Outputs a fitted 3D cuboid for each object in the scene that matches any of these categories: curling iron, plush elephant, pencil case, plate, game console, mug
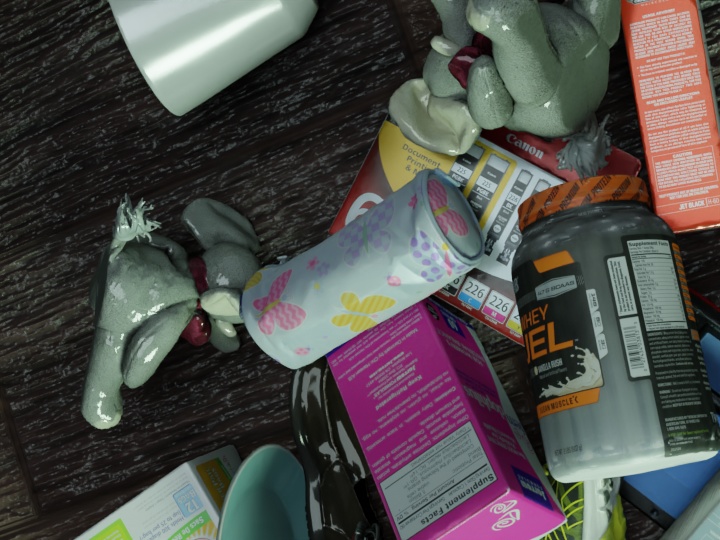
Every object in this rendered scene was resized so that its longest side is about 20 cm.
[{"bbox_3d":[-0.018,0.295,1.012,0.025,0.050,0.201,16,120,-1],"label":"curling iron"},{"bbox_3d":[0.105,-0.165,0.883,0.154,0.201,0.165,21,54,37],"label":"plush elephant"},{"bbox_3d":[-0.150,0.023,1.031,0.154,0.165,0.201,9,132,-18],"label":"plush elephant"},{"bbox_3d":[0.000,0.000,0.925,0.199,0.083,0.091,-30,42,28],"label":"pencil case"},{"bbox_3d":[-0.078,0.245,0.973,0.025,0.200,0.202,-7,89,21],"label":"plate"},{"bbox_3d":[0.274,0.132,0.912,0.199,0.173,0.119,37,74,13],"label":"game console"},{"bbox_3d":[-0.128,-0.250,1.018,0.152,0.149,0.188,-23,91,8],"label":"mug"}]

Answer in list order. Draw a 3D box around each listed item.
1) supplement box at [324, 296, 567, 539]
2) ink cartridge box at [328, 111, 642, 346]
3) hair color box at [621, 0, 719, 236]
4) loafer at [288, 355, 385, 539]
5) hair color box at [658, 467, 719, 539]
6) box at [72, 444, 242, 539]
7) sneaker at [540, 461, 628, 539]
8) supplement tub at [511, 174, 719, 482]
[{"bbox_3d":[0.063,0.129,0.935,0.103,0.101,0.201,-36,52,17],"label":"supplement box"},{"bbox_3d":[0.104,-0.060,0.975,0.199,0.084,0.177,29,98,15],"label":"ink cartridge box"},{"bbox_3d":[0.247,-0.130,0.923,0.061,0.101,0.202,-9,87,17],"label":"hair color box"},{"bbox_3d":[-0.014,0.154,1.025,0.071,0.073,0.202,-6,98,13],"label":"loafer"},{"bbox_3d":[0.252,0.227,0.888,0.060,0.099,0.201,36,125,12],"label":"hair color box"},{"bbox_3d":[-0.180,0.259,1.054,0.199,0.101,0.113,-36,80,14],"label":"box"},{"bbox_3d":[0.164,0.177,0.944,0.084,0.074,0.202,3,111,26],"label":"sneaker"},{"bbox_3d":[0.176,0.042,0.840,0.122,0.122,0.202,-14,75,16],"label":"supplement tub"}]
